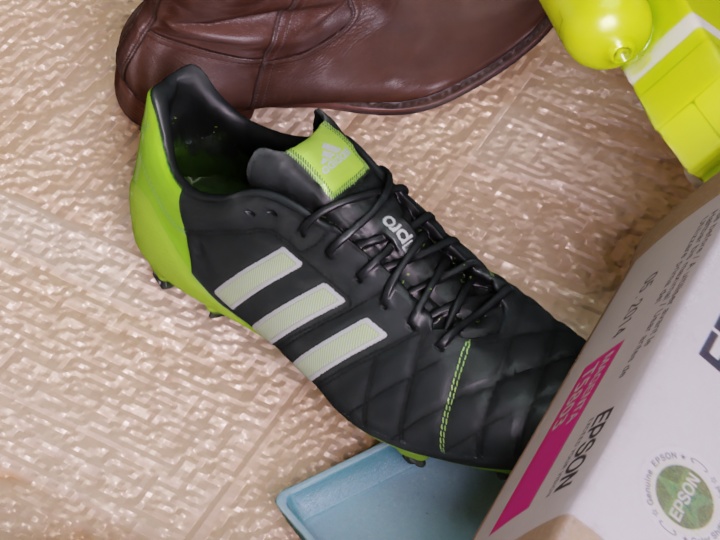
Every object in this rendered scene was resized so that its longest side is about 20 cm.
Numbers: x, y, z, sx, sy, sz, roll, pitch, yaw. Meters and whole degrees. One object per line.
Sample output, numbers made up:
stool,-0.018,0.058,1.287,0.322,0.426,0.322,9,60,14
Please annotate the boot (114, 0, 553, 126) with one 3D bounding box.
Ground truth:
boot,0.009,-0.111,0.826,0.186,0.200,0.064,-19,77,-16

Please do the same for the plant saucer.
plant saucer,0.071,0.060,0.797,0.199,0.019,0.070,-25,54,-27

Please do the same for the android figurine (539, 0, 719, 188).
android figurine,0.124,-0.069,0.845,0.182,0.041,0.201,25,33,-46

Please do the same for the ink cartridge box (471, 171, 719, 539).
ink cartridge box,0.126,0.084,0.701,0.165,0.075,0.200,40,49,-6

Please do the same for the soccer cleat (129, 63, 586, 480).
soccer cleat,0.000,0.000,0.785,0.200,0.081,0.067,29,47,30
